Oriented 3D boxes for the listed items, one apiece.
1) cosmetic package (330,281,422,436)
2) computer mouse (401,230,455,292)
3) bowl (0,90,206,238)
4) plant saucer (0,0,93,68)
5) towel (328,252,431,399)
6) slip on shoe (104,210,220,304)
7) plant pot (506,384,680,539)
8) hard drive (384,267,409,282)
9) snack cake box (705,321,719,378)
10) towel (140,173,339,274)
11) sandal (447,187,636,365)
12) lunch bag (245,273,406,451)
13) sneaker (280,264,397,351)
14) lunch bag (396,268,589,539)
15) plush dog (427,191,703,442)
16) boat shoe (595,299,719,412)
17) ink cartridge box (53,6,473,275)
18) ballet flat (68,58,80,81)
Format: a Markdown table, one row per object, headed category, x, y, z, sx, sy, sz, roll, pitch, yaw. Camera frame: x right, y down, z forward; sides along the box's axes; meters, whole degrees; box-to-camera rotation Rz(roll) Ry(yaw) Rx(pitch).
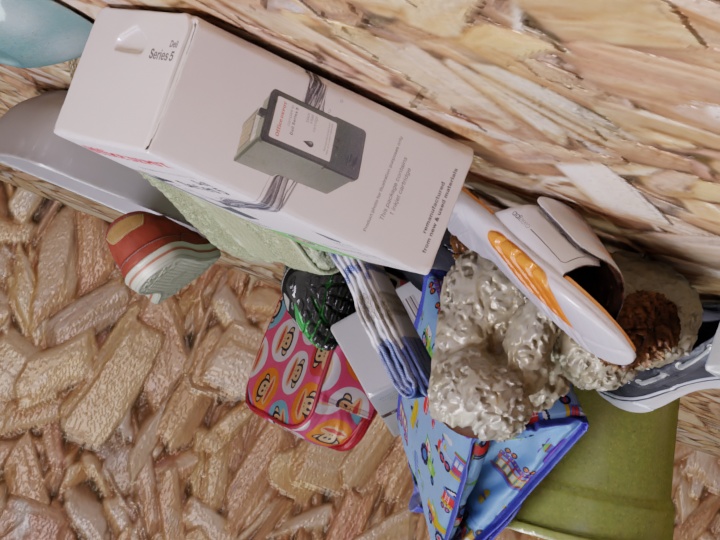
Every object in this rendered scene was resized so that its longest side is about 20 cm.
| category | x | y | z | sx | sy | sz | roll | pitch | yaw |
| --- | --- | --- | --- | --- | --- | --- | --- | --- | --- |
| cosmetic package | 0.045 | 0.072 | 1.935 | 0.074 | 0.102 | 0.200 | 61 | -179 | 17 |
| computer mouse | 0.116 | 0.007 | 1.809 | 0.200 | 0.059 | 0.034 | 17 | 153 | 23 |
| bowl | -0.206 | -0.093 | 1.961 | 0.199 | 0.075 | 0.200 | 23 | 175 | -22 |
| plant saucer | -0.261 | -0.168 | 1.501 | 0.201 | 0.039 | 0.201 | 21 | 177 | 1 |
| towel | 0.000 | 0.000 | 1.611 | 0.200 | 0.024 | 0.147 | 62 | -175 | 4 |
| slip on shoe | -0.162 | -0.015 | 1.892 | 0.061 | 0.074 | 0.200 | 53 | -176 | 7 |
| plant pot | 0.178 | 0.115 | 1.867 | 0.200 | 0.185 | 0.200 | 13 | -178 | 0 |
| hard drive | 0.059 | -0.007 | 1.968 | 0.200 | 0.042 | 0.135 | 26 | 174 | -37 |
| snack cake box | 0.315 | 0.069 | 1.508 | 0.115 | 0.067 | 0.200 | 16 | 174 | 31 |
| towel | -0.108 | -0.066 | 1.692 | 0.148 | 0.037 | 0.200 | 9 | 151 | 51 |
| sandal | 0.111 | -0.023 | 1.475 | 0.207 | 0.059 | 0.079 | 43 | 172 | 34 |
| lunch bag | -0.031 | 0.056 | 2.149 | 0.082 | 0.200 | 0.176 | 25 | 177 | -30 |
| sneaker | -0.036 | 0.018 | 1.941 | 0.085 | 0.078 | 0.200 | 26 | -179 | 13 |
| lunch bag | 0.075 | 0.122 | 1.771 | 0.094 | 0.200 | 0.151 | 4 | -135 | -24 |
| plush dog | 0.144 | 0.028 | 1.567 | 0.171 | 0.161 | 0.200 | 1 | -175 | 15 |
| boat shoe | 0.220 | 0.056 | 1.694 | 0.068 | 0.072 | 0.200 | 28 | 162 | -24 |
| ink cartridge box | -0.059 | -0.076 | 1.370 | 0.200 | 0.084 | 0.145 | 23 | 175 | -29 |
| ballet flat | -0.138 | -0.102 | 1.551 | 0.200 | 0.065 | 0.070 | 16 | 162 | 44 |
